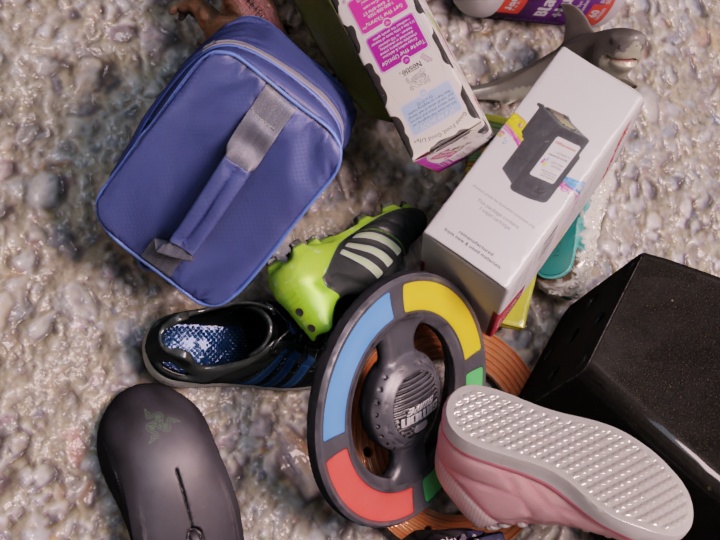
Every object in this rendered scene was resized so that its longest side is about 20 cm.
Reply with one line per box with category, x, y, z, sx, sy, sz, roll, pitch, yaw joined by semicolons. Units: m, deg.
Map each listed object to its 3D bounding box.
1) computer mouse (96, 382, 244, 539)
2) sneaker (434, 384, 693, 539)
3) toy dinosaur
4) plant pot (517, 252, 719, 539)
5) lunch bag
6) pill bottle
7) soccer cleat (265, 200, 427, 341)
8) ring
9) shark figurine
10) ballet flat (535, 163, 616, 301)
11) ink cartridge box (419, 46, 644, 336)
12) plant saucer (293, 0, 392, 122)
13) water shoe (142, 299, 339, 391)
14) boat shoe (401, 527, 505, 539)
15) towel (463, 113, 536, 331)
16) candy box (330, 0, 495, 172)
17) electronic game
computer mouse;-0.128;0.177;0.832;0.137;0.053;0.202;-23;86;-26
sneaker;0.147;0.165;0.850;0.198;0.105;0.076;23;49;7
toy dinosaur;-0.083;-0.182;0.898;0.085;0.201;0.136;-36;51;-3
plant pot;0.246;0.109;0.935;0.177;0.200;0.201;36;59;-3
lunch bag;-0.104;-0.075;0.828;0.135;0.201;0.133;36;21;-9
pill bottle;0.149;-0.293;1.048;0.197;0.111;0.113;-1;76;-23
soccer cleat;0.000;0.000;0.904;0.199;0.067;0.082;-27;84;-52
ring;0.077;0.142;0.950;0.198;0.019;0.203;6;74;-23
shark figurine;0.171;-0.200;1.024;0.128;0.212;0.091;0;83;-58
ballet flat;0.204;-0.062;1.045;0.071;0.072;0.202;23;70;-16
ink cartridge box;0.139;-0.062;0.929;0.082;0.146;0.201;34;76;12
plant saucer;-0.015;-0.206;0.935;0.031;0.200;0.202;-28;88;13
water shoe;-0.069;0.058;0.875;0.197;0.079;0.073;-6;79;-25
boat shoe;0.092;0.294;0.847;0.092;0.074;0.203;0;78;-46
towel;0.128;-0.047;1.014;0.085;0.018;0.202;12;70;7
candy box;0.029;-0.179;0.852;0.060;0.136;0.202;-28;85;11
electronic game;0.033;0.101;0.864;0.199;0.041;0.203;-13;108;-45
